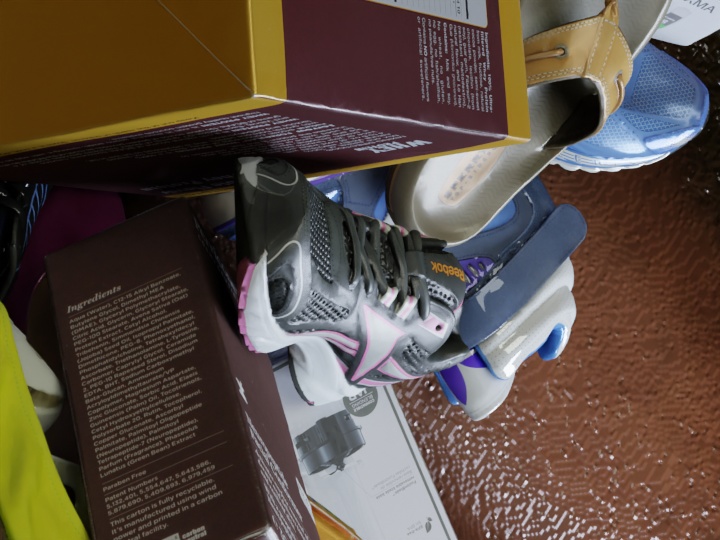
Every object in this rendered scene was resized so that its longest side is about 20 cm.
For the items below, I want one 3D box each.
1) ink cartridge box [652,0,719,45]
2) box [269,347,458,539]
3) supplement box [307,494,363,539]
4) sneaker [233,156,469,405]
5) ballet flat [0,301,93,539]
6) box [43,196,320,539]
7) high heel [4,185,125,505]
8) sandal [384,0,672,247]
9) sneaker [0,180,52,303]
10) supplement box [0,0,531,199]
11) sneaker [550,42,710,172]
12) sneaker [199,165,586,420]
[{"bbox_3d":[0.123,-0.155,1.176,0.160,0.200,0.050,20,96,-27],"label":"ink cartridge box"},{"bbox_3d":[-0.017,0.139,1.125,0.116,0.060,0.201,-27,96,-31],"label":"box"},{"bbox_3d":[-0.081,0.181,1.034,0.069,0.067,0.200,38,86,-4],"label":"supplement box"},{"bbox_3d":[0.000,0.000,1.009,0.086,0.200,0.081,-8,74,10],"label":"sneaker"},{"bbox_3d":[-0.144,0.068,0.932,0.067,0.067,0.201,7,41,-32],"label":"ballet flat"},{"bbox_3d":[-0.068,0.076,0.955,0.075,0.201,0.100,-24,133,3],"label":"box"},{"bbox_3d":[-0.122,0.044,1.056,0.067,0.096,0.202,11,77,-29],"label":"high heel"},{"bbox_3d":[0.086,-0.085,1.078,0.080,0.054,0.200,27,108,-31],"label":"sandal"},{"bbox_3d":[-0.167,-0.034,1.040,0.070,0.078,0.201,29,76,-25],"label":"sneaker"},{"bbox_3d":[-0.064,-0.113,0.980,0.199,0.196,0.134,4,81,-54],"label":"supplement box"},{"bbox_3d":[0.094,-0.108,1.148,0.199,0.089,0.079,20,69,-26],"label":"sneaker"},{"bbox_3d":[0.025,0.006,1.157,0.199,0.080,0.148,-12,83,-38],"label":"sneaker"}]
